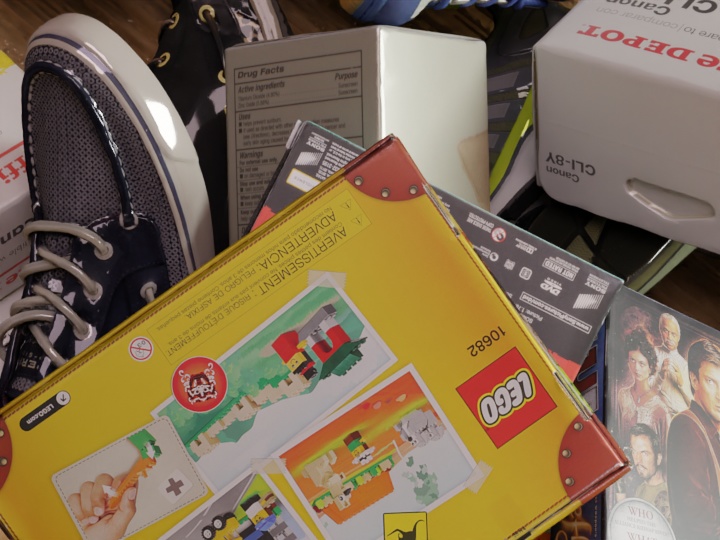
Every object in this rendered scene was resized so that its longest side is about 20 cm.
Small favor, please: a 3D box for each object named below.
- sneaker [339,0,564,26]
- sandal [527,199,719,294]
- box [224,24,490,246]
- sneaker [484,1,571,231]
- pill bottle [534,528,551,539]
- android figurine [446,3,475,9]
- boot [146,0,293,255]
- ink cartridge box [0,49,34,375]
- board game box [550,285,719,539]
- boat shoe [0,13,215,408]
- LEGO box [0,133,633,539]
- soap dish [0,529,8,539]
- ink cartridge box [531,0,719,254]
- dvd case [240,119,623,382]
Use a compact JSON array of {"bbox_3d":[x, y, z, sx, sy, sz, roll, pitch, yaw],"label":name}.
[{"bbox_3d":[0.062,-0.151,0.943,0.088,0.075,0.200,41,40,-1],"label":"sneaker"},{"bbox_3d":[0.151,-0.031,1.002,0.201,0.057,0.080,-34,46,-23],"label":"sandal"},{"bbox_3d":[0.000,0.000,0.915,0.095,0.078,0.200,-1,88,41],"label":"box"},{"bbox_3d":[0.056,-0.048,1.009,0.081,0.074,0.200,21,66,28],"label":"sneaker"},{"bbox_3d":[0.059,0.204,0.867,0.109,0.110,0.200,10,66,3],"label":"pill bottle"},{"bbox_3d":[0.009,-0.197,1.052,0.182,0.041,0.200,-23,56,-33],"label":"android figurine"},{"bbox_3d":[-0.103,-0.079,1.010,0.150,0.073,0.200,-23,74,-11],"label":"boot"},{"bbox_3d":[-0.189,-0.041,0.914,0.116,0.068,0.200,-37,66,-24],"label":"ink cartridge box"},{"bbox_3d":[0.166,0.101,0.891,0.200,0.035,0.136,24,53,-28],"label":"board game box"},{"bbox_3d":[-0.109,0.005,0.846,0.075,0.200,0.093,6,33,41],"label":"boat shoe"},{"bbox_3d":[-0.026,0.067,0.787,0.200,0.077,0.149,-35,91,-1],"label":"LEGO box"},{"bbox_3d":[-0.182,0.133,0.906,0.200,0.081,0.157,43,71,15],"label":"soap dish"},{"bbox_3d":[0.189,-0.100,0.965,0.145,0.083,0.200,19,45,30],"label":"ink cartridge box"},{"bbox_3d":[-0.004,0.061,0.842,0.146,0.022,0.200,26,84,1],"label":"dvd case"}]
